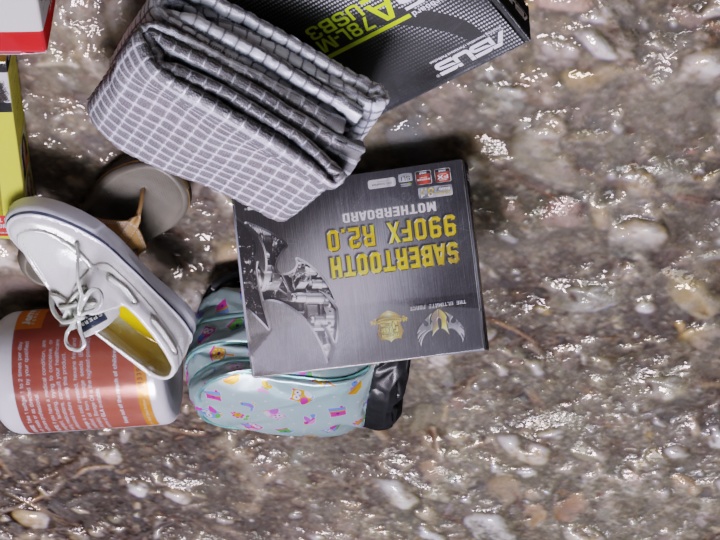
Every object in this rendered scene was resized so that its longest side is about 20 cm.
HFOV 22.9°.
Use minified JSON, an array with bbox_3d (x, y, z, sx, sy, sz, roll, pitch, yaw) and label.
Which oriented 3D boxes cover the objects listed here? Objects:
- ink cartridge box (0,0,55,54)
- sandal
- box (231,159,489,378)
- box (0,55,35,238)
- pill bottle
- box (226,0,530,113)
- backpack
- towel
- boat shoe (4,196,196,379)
[{"bbox_3d":[-0.252,-0.234,1.244,0.067,0.117,0.201,0,139,0],"label":"ink cartridge box"},{"bbox_3d":[-0.221,-0.031,1.517,0.199,0.055,0.082,-28,131,28],"label":"sandal"},{"bbox_3d":[0.000,0.000,1.478,0.198,0.160,0.048,-7,175,9],"label":"box"},{"bbox_3d":[-0.308,-0.110,1.432,0.075,0.050,0.201,2,139,-3],"label":"box"},{"bbox_3d":[-0.267,0.089,1.609,0.198,0.113,0.113,-4,138,5],"label":"pill bottle"},{"bbox_3d":[-0.005,-0.202,1.330,0.199,0.048,0.193,-23,131,26],"label":"box"},{"bbox_3d":[-0.056,0.076,1.584,0.198,0.127,0.167,6,141,-2],"label":"backpack"},{"bbox_3d":[-0.097,-0.116,1.342,0.199,0.086,0.166,28,156,-12],"label":"towel"},{"bbox_3d":[-0.222,0.027,1.476,0.074,0.087,0.202,-21,129,33],"label":"boat shoe"}]
